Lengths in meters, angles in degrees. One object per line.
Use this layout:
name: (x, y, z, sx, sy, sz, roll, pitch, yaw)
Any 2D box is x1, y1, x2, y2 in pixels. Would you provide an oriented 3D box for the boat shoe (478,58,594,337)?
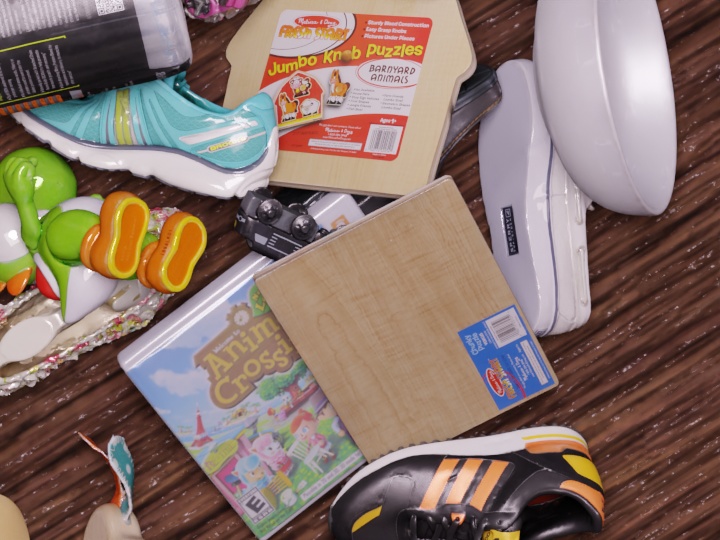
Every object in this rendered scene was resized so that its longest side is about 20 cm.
boat shoe: (0.136, -0.053, 1.374, 0.069, 0.071, 0.202, -3, 85, -32)

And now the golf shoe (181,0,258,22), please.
golf shoe: (-0.146, -0.248, 1.352, 0.199, 0.092, 0.073, 34, 127, 11)

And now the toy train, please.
toy train: (0.000, 0.000, 1.306, 0.199, 0.034, 0.046, 24, 102, -24)

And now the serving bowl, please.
serving bowl: (0.164, -0.135, 1.319, 0.065, 0.200, 0.202, -7, 91, 22)

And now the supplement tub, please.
supplement tub: (-0.217, -0.169, 1.242, 0.198, 0.123, 0.124, -13, 91, -4)

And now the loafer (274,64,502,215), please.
loafer: (0.026, -0.071, 1.366, 0.199, 0.073, 0.072, -37, 112, 3)

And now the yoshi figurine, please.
yoshi figurine: (-0.200, -0.041, 1.299, 0.112, 0.199, 0.113, -37, 121, -40)

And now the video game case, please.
video game case: (-0.043, 0.069, 1.345, 0.199, 0.022, 0.183, -37, 115, -3)

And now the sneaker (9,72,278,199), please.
sneaker: (-0.149, -0.109, 1.316, 0.198, 0.077, 0.080, 13, 104, 11)

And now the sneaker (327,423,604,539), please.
sneaker: (0.077, 0.171, 1.344, 0.198, 0.090, 0.070, -13, 128, -6)

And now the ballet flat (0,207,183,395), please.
ballet flat: (-0.198, 0.026, 1.347, 0.199, 0.064, 0.076, -37, 93, -3)

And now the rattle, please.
rattle: (-0.136, 0.220, 1.352, 0.142, 0.130, 0.202, 5, 64, -15)

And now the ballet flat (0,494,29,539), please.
ballet flat: (-0.275, 0.261, 1.343, 0.068, 0.063, 0.202, 9, 90, -4)

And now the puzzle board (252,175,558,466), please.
puzzle board: (0.035, 0.040, 1.312, 0.150, 0.017, 0.201, -27, 125, 6)

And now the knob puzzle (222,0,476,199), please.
knob puzzle: (-0.005, -0.148, 1.342, 0.218, 0.030, 0.222, -10, 66, 23)
